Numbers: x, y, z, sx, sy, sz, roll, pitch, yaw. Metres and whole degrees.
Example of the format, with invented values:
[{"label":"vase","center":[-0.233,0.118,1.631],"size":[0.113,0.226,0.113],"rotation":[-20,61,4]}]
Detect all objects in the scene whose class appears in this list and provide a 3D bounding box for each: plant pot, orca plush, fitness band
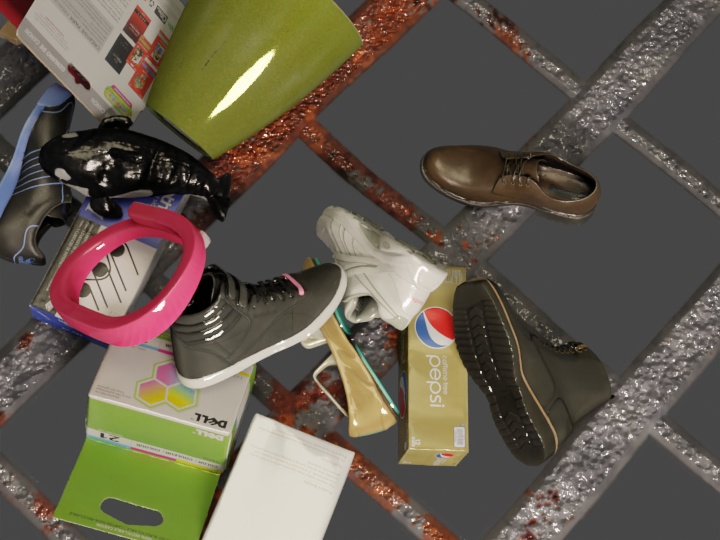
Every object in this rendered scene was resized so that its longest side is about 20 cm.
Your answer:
[{"label":"plant pot","center":[-0.133,-0.225,1.646],"size":[0.187,0.187,0.200],"rotation":[38,85,8]},{"label":"orca plush","center":[-0.227,-0.098,1.575],"size":[0.200,0.071,0.105],"rotation":[26,84,-12]},{"label":"fitness band","center":[-0.225,0.004,1.502],"size":[0.200,0.037,0.144],"rotation":[16,65,49]}]

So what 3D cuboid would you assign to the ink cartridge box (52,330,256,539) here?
[{"label":"ink cartridge box","center":[-0.199,0.161,1.504],"size":[0.148,0.076,0.200],"rotation":[15,47,0]}]

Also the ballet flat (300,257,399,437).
[{"label":"ballet flat","center":[-0.029,0.081,1.593],"size":[0.063,0.069,0.200],"rotation":[-28,73,1]}]

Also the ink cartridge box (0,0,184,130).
[{"label":"ink cartridge box","center":[-0.291,-0.260,1.613],"size":[0.084,0.200,0.176],"rotation":[9,64,35]}]

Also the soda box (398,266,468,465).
[{"label":"soda box","center":[0.074,0.097,1.592],"size":[0.064,0.068,0.200],"rotation":[4,70,-7]}]

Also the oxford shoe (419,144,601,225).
[{"label":"oxford shoe","center":[0.165,-0.108,1.670],"size":[0.200,0.084,0.073],"rotation":[9,71,-1]}]

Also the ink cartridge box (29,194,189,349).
[{"label":"ink cartridge box","center":[-0.260,-0.025,1.617],"size":[0.094,0.044,0.200],"rotation":[23,69,1]}]

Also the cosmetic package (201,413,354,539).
[{"label":"cosmetic package","center":[-0.092,0.256,1.513],"size":[0.113,0.081,0.200],"rotation":[23,70,3]}]

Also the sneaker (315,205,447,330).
[{"label":"sneaker","center":[0.000,0.000,1.582],"size":[0.078,0.200,0.099],"rotation":[27,94,-35]}]

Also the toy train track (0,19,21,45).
[{"label":"toy train track","center":[-0.337,-0.324,1.730],"size":[0.115,0.033,0.200],"rotation":[26,64,12]}]

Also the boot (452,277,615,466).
[{"label":"boot","center":[0.179,0.079,1.575],"size":[0.138,0.077,0.200],"rotation":[-31,109,-37]}]

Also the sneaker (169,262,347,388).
[{"label":"sneaker","center":[-0.102,0.027,1.497],"size":[0.200,0.099,0.071],"rotation":[-31,43,-19]}]

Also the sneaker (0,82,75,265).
[{"label":"sneaker","center":[-0.333,-0.099,1.629],"size":[0.078,0.070,0.200],"rotation":[22,75,-2]}]
